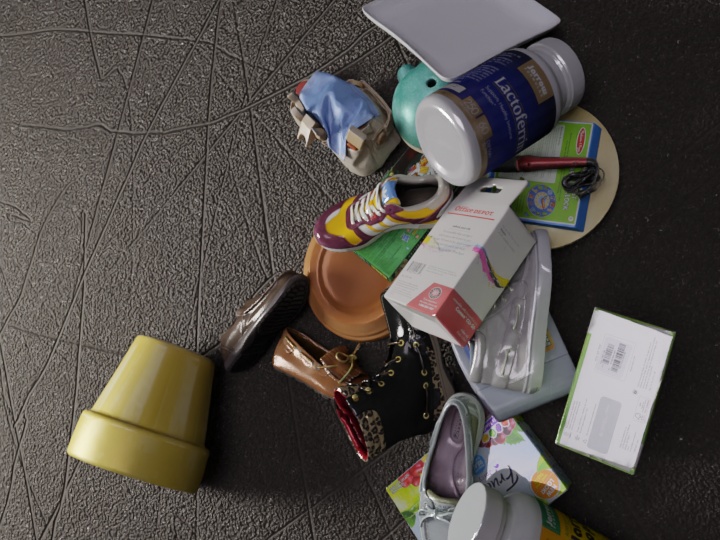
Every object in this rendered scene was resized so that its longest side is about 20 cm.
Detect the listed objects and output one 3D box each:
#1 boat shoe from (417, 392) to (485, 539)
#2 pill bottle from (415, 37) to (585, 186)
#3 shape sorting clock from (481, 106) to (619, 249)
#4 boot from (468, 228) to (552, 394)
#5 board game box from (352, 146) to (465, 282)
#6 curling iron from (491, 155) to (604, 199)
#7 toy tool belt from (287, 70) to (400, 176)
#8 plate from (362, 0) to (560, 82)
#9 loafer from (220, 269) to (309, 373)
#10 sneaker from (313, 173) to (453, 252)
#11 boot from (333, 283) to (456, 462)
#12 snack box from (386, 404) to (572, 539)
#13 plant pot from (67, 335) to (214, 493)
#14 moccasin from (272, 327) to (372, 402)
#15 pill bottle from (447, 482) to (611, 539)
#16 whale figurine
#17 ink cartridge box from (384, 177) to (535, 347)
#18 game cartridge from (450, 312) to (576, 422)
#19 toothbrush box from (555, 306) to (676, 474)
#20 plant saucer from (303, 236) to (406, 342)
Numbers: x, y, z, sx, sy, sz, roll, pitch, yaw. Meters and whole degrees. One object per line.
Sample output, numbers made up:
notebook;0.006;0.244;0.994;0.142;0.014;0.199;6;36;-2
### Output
boat shoe;0.107;0.254;0.878;0.073;0.064;0.207;14;94;26
pill bottle;0.173;-0.199;0.877;0.198;0.116;0.116;-33;69;-18
shape sorting clock;0.237;-0.126;0.940;0.195;0.039;0.205;-5;76;21
boot;0.178;0.042;0.868;0.093;0.074;0.205;6;72;7
board game box;0.066;-0.093;0.996;0.104;0.023;0.201;38;84;20
curling iron;0.210;-0.128;0.915;0.196;0.026;0.051;11;79;24
toy tool belt;-0.041;-0.230;1.033;0.199;0.122;0.126;41;100;23
plate;0.132;-0.333;0.961;0.197;0.033;0.201;-29;56;-18
loafer;-0.154;0.066;1.066;0.200;0.072;0.071;-48;63;21
sneaker;0.025;-0.085;0.942;0.195;0.090;0.077;-16;67;6
boot;0.034;0.133;0.931;0.073;0.148;0.204;-19;92;65
snack box;0.150;0.279;0.923;0.200;0.053;0.143;-44;69;13
plant pot;-0.308;0.210;1.075;0.196;0.201;0.193;9;71;24
moccasin;-0.036;0.137;1.019;0.199;0.073;0.080;22;101;34
pill bottle;0.203;0.326;0.817;0.197;0.113;0.114;29;96;-7
whale figurine;0.118;-0.260;0.972;0.156;0.104;0.204;22;81;21
ink cartridge box;0.132;-0.017;0.878;0.201;0.067;0.116;-53;29;-11
game cartridge;0.181;0.080;0.914;0.130;0.042;0.204;-20;67;-1
toothbrush box;0.289;0.130;0.798;0.084;0.199;0.149;17;91;25
plant saucer;0.000;0.000;1.034;0.195;0.037;0.206;-3;82;25
